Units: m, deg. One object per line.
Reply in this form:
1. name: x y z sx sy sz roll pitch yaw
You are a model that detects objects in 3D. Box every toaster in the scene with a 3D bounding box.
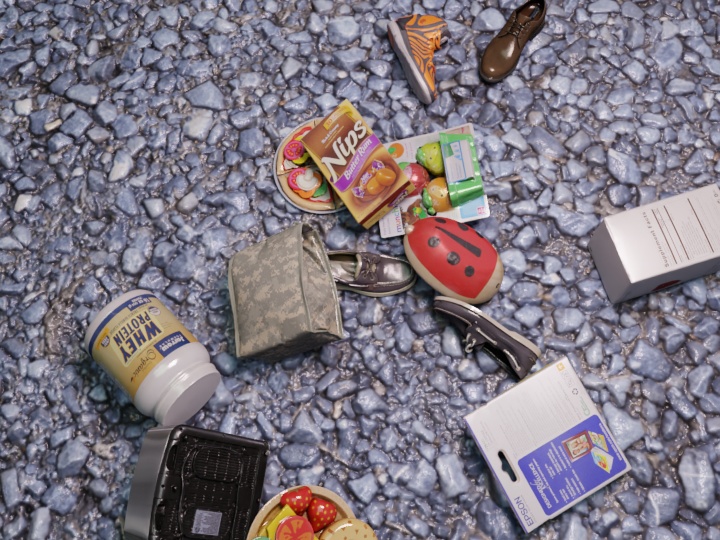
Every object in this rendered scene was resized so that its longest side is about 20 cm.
1. toaster: -0.252 0.337 1.060 0.198 0.118 0.184 22 66 -36

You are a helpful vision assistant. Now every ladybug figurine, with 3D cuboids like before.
1. ladybug figurine: 0.163 -0.025 1.179 0.198 0.072 0.137 27 57 -14

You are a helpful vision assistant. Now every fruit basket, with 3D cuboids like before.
1. fruit basket: 0.120 -0.165 1.255 0.196 0.094 0.188 -8 70 5

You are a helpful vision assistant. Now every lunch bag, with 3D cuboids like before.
1. lunch bag: -0.129 0.035 1.166 0.162 0.117 0.203 -21 69 28

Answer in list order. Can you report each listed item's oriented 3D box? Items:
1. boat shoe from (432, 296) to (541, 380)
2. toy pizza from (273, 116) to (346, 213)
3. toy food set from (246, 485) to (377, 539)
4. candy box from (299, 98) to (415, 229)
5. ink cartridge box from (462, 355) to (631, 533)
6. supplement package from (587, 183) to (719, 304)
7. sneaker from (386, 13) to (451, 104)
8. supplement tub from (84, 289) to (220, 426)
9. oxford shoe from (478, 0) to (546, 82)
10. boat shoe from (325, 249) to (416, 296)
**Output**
1. boat shoe: 0.201 0.111 1.164 0.198 0.073 0.063 30 78 8
2. toy pizza: -0.068 -0.204 1.313 0.196 0.032 0.204 -1 71 4
3. toy food set: -0.080 0.429 1.050 0.200 0.049 0.198 48 63 -6
4. candy box: -0.007 -0.190 1.243 0.116 0.056 0.201 -39 69 9
5. ink cartridge box: 0.291 0.272 1.107 0.198 0.047 0.200 -28 79 -4
6. supplement package: 0.503 -0.041 1.166 0.197 0.122 0.122 -17 71 -1
7. sneaker: 0.132 -0.421 1.349 0.110 0.078 0.203 -20 71 -2
8. supplement tub: -0.340 0.146 1.154 0.200 0.145 0.145 41 78 16
9. oxford shoe: 0.291 -0.452 1.345 0.072 0.085 0.201 31 78 12
10. boat shoe: 0.000 0.000 1.220 0.196 0.065 0.073 5 71 6
